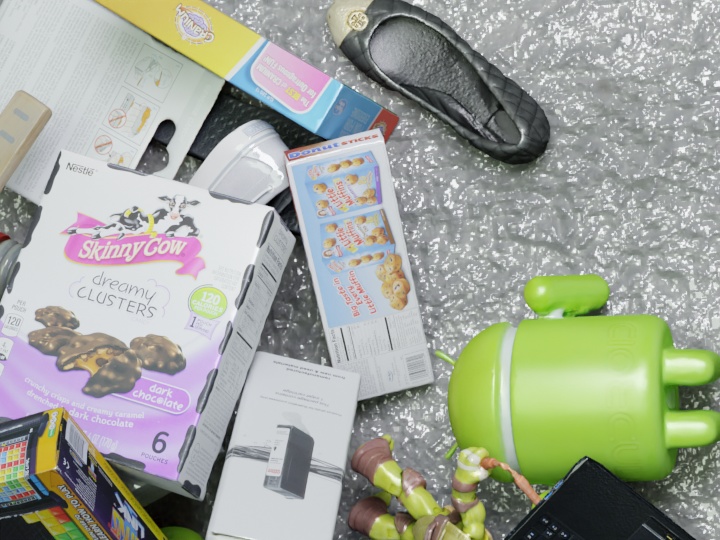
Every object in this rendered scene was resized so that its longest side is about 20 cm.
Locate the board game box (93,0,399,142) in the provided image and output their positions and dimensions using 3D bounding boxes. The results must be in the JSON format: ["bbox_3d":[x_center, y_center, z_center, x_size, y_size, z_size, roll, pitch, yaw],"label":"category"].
[{"bbox_3d":[-0.081,-0.154,1.459,0.200,0.153,0.040,32,95,17],"label":"board game box"}]

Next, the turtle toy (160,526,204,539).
[{"bbox_3d":[-0.208,0.224,1.492,0.200,0.101,0.146,-2,72,19],"label":"turtle toy"}]

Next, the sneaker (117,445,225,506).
[{"bbox_3d":[-0.206,0.126,1.427,0.200,0.074,0.116,-23,74,2],"label":"sneaker"}]

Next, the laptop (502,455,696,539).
[{"bbox_3d":[0.156,0.260,1.337,0.200,0.177,0.103,-47,32,7],"label":"laptop"}]

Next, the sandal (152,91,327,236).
[{"bbox_3d":[-0.081,-0.091,1.517,0.200,0.043,0.076,35,91,26],"label":"sandal"}]

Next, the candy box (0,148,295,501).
[{"bbox_3d":[-0.159,0.035,1.375,0.167,0.072,0.200,15,77,16],"label":"candy box"}]

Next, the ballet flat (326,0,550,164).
[{"bbox_3d":[0.057,-0.148,1.468,0.200,0.057,0.067,35,95,16],"label":"ballet flat"}]

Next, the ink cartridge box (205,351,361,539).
[{"bbox_3d":[-0.060,0.176,1.376,0.084,0.200,0.144,12,125,0],"label":"ink cartridge box"}]

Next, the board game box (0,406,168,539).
[{"bbox_3d":[-0.228,0.188,1.340,0.165,0.200,0.057,-17,44,15],"label":"board game box"}]

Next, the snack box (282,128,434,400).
[{"bbox_3d":[0.000,0.000,1.426,0.072,0.024,0.200,-13,117,-2],"label":"snack box"}]

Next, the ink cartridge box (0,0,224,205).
[{"bbox_3d":[-0.215,-0.123,1.552,0.200,0.050,0.162,30,95,15],"label":"ink cartridge box"}]

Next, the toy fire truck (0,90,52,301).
[{"bbox_3d":[-0.249,-0.011,1.488,0.176,0.129,0.200,20,130,17],"label":"toy fire truck"}]

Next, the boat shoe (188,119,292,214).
[{"bbox_3d":[-0.102,-0.023,1.470,0.069,0.072,0.200,49,123,15],"label":"boat shoe"}]

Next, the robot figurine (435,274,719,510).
[{"bbox_3d":[0.151,0.090,1.392,0.200,0.116,0.176,-3,90,16],"label":"robot figurine"}]

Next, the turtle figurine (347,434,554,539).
[{"bbox_3d":[0.061,0.195,1.412,0.161,0.200,0.064,27,52,37],"label":"turtle figurine"}]
